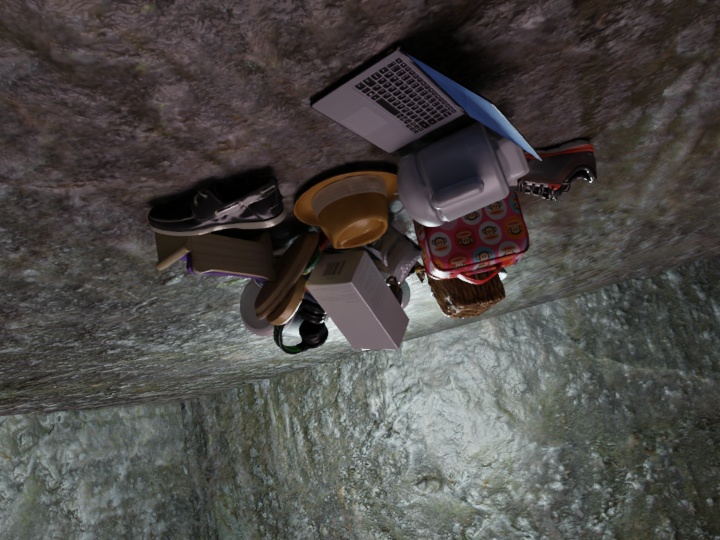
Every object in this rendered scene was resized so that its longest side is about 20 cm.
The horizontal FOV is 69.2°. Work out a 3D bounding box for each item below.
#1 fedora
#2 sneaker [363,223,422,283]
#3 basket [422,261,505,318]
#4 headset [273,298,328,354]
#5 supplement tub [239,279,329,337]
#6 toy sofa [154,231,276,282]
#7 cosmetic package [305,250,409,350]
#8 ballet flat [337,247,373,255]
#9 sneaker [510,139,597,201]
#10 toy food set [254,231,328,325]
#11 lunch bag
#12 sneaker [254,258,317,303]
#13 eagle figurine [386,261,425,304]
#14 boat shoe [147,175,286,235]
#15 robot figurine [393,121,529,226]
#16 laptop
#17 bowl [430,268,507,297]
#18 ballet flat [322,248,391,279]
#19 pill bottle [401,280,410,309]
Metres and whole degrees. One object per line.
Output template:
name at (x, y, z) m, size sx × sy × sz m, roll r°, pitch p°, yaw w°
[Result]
fedora at (-0.013, -0.090, 0.857) m, size 0.197 × 0.083 × 0.201 m, roll -11°, pitch 165°, yaw -3°
sneaker at (0.044, -0.045, 0.944) m, size 0.076 × 0.114 × 0.200 m, roll -56°, pitch -176°, yaw 10°
basket at (0.204, 0.001, 1.135) m, size 0.141 × 0.203 × 0.149 m, roll -11°, pitch 165°, yaw -11°
headset at (-0.095, 0.117, 1.154) m, size 0.198 × 0.094 × 0.125 m, roll -24°, pitch 130°, yaw -35°
supplement tub at (-0.174, 0.087, 1.240) m, size 0.139 × 0.142 × 0.199 m, roll -21°, pitch 163°, yaw 26°
toy sofa at (-0.240, -0.021, 0.888) m, size 0.082 × 0.099 × 0.199 m, roll -23°, pitch 163°, yaw 32°
cosmetic package at (-0.001, 0.063, 0.991) m, size 0.112 × 0.082 × 0.201 m, roll -4°, pitch 136°, yaw 34°
ballet flat at (-0.018, -0.021, 1.132) m, size 0.198 × 0.070 × 0.069 m, roll -18°, pitch 164°, yaw 19°
sneaker at (0.308, -0.157, 0.891) m, size 0.197 × 0.083 × 0.077 m, roll -16°, pitch 164°, yaw 10°
toy food set at (-0.128, 0.009, 0.967) m, size 0.048 × 0.199 × 0.200 m, roll 35°, pitch 163°, yaw -16°
lunch bag at (0.206, -0.063, 0.960) m, size 0.197 × 0.179 × 0.082 m, roll -11°, pitch 164°, yaw -7°
sneaker at (-0.123, 0.025, 1.092) m, size 0.197 × 0.076 × 0.084 m, roll 9°, pitch -171°, yaw -18°
eagle figurine at (0.065, 0.035, 1.166) m, size 0.151 × 0.200 × 0.152 m, roll 22°, pitch 148°, yaw 37°
boat shoe at (-0.209, -0.096, 0.748) m, size 0.197 × 0.072 × 0.068 m, roll -7°, pitch 128°, yaw 2°
robot figurine at (0.136, -0.136, 0.754) m, size 0.198 × 0.114 × 0.170 m, roll -23°, pitch -161°, yaw 18°
laptop at (0.080, -0.164, 0.616) m, size 0.198 × 0.118 × 0.186 m, roll -22°, pitch 162°, yaw 29°
bowl at (0.261, -0.010, 1.324) m, size 0.198 × 0.107 × 0.201 m, roll -13°, pitch 166°, yaw -3°
ballet flat at (0.000, 0.000, 1.056) m, size 0.197 × 0.066 × 0.071 m, roll 4°, pitch 169°, yaw -7°
pill bottle at (0.035, 0.059, 1.363) m, size 0.113 × 0.116 × 0.198 m, roll -26°, pitch 160°, yaw 39°
